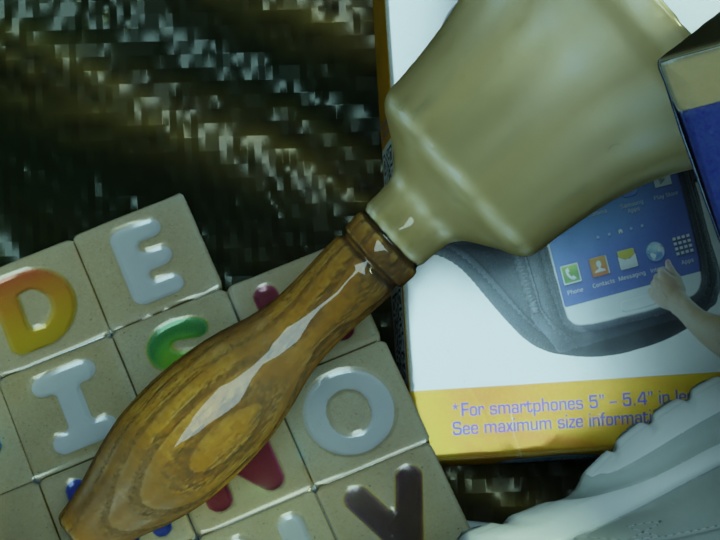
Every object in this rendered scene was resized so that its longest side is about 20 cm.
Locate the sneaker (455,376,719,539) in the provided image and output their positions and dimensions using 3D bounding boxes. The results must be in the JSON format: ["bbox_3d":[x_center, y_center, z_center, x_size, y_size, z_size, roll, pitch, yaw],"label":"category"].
[{"bbox_3d":[0.053,0.101,0.729,0.200,0.075,0.082,-35,66,-18],"label":"sneaker"}]

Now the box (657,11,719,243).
[{"bbox_3d":[0.131,0.027,0.723,0.032,0.121,0.201,-13,101,26],"label":"box"}]

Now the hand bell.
[{"bbox_3d":[0.000,0.000,0.764,0.200,0.104,0.104,-43,88,5],"label":"hand bell"}]

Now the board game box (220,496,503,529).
[{"bbox_3d":[0.054,0.131,0.777,0.199,0.035,0.127,5,64,2],"label":"board game box"}]

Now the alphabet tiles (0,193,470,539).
[{"bbox_3d":[-0.079,0.069,0.782,0.199,0.008,0.168,-22,60,-6],"label":"alphabet tiles"}]

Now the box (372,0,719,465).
[{"bbox_3d":[0.064,-0.049,0.824,0.118,0.041,0.201,-4,86,-4],"label":"box"}]
